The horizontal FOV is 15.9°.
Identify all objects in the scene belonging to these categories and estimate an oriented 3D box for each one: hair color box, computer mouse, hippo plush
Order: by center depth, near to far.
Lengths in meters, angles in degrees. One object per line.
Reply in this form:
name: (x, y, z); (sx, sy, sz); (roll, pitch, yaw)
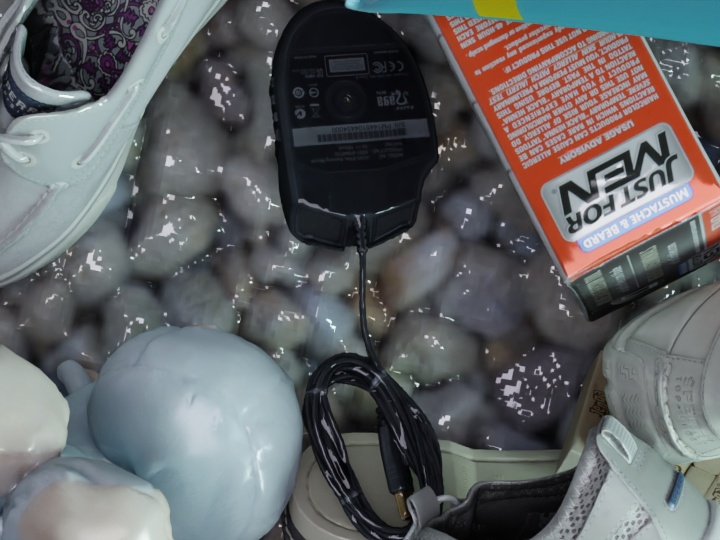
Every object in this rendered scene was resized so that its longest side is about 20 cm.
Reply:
hair color box: (0.055, -0.089, 0.874); (0.064, 0.111, 0.201); (-26, 79, 4)
hippo plush: (-0.089, 0.104, 0.875); (0.200, 0.160, 0.160); (-41, 78, 39)
computer mouse: (0.000, 0.000, 0.918); (0.058, 0.034, 0.201); (-2, 75, -11)

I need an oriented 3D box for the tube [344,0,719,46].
tube: (0.089, -0.100, 0.778); (0.199, 0.050, 0.078); (14, 79, 31)

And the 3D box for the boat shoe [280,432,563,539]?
boat shoe: (0.068, 0.108, 0.939); (0.199, 0.073, 0.063); (11, 135, -6)

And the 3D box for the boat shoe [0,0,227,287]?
boat shoe: (-0.101, -0.068, 0.891); (0.200, 0.068, 0.072); (-45, 81, 24)

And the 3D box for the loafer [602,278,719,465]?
loafer: (0.168, 0.009, 0.880); (0.200, 0.070, 0.070); (-33, 110, -33)

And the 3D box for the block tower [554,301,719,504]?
block tower: (0.173, 0.082, 0.919); (0.199, 0.054, 0.058); (24, 135, 0)

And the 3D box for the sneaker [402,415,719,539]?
sneaker: (0.032, 0.108, 0.864); (0.199, 0.075, 0.082); (-31, 104, 25)
